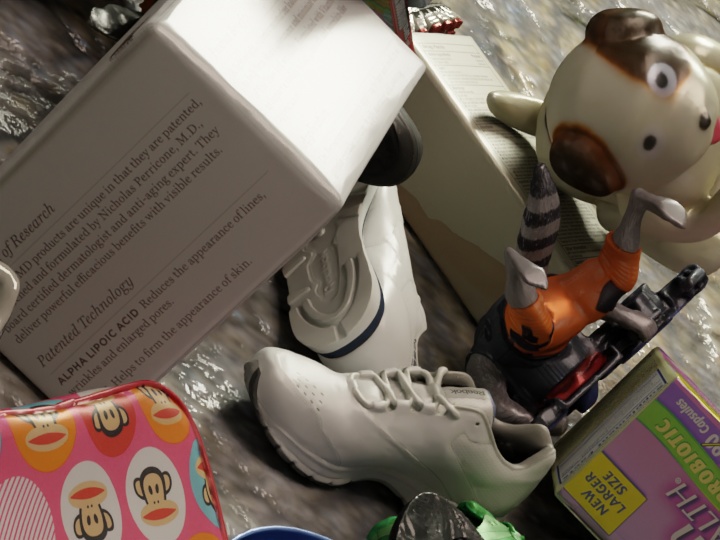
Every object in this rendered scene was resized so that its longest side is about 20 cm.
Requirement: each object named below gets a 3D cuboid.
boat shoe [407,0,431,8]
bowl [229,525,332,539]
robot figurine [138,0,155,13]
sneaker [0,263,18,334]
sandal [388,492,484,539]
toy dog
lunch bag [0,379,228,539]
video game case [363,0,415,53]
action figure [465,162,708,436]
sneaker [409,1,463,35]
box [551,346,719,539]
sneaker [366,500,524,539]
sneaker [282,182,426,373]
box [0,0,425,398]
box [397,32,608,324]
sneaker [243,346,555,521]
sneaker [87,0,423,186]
[{"bbox_3d":[-0.005,-0.193,1.649,0.200,0.067,0.074,22,-19,49],"label":"boat shoe"},{"bbox_3d":[-0.011,0.217,1.417,0.200,0.039,0.201,35,29,-23],"label":"bowl"},{"bbox_3d":[-0.085,-0.088,1.707,0.145,0.058,0.200,33,29,-24],"label":"robot figurine"},{"bbox_3d":[-0.225,0.044,1.281,0.076,0.080,0.200,50,28,1],"label":"sneaker"},{"bbox_3d":[0.059,0.188,1.446,0.075,0.048,0.201,25,37,-28],"label":"sandal"},{"bbox_3d":[0.171,-0.096,1.777,0.193,0.140,0.200,28,-1,10],"label":"toy dog"},{"bbox_3d":[-0.131,0.145,1.267,0.200,0.082,0.177,-5,77,-58],"label":"lunch bag"},{"bbox_3d":[-0.034,-0.175,1.596,0.143,0.017,0.200,33,-12,14],"label":"video game case"},{"bbox_3d":[0.126,0.016,1.737,0.105,0.194,0.200,43,55,13],"label":"action figure"},{"bbox_3d":[-0.003,-0.165,1.912,0.082,0.078,0.200,54,27,18],"label":"sneaker"},{"bbox_3d":[0.204,0.146,1.691,0.176,0.097,0.200,46,5,0],"label":"box"},{"bbox_3d":[0.081,0.164,1.585,0.199,0.074,0.084,13,45,-47],"label":"sneaker"},{"bbox_3d":[0.000,0.000,1.713,0.080,0.076,0.201,44,28,-31],"label":"sneaker"},{"bbox_3d":[-0.094,-0.055,1.493,0.131,0.200,0.199,45,27,-7],"label":"box"},{"bbox_3d":[0.079,-0.054,1.876,0.095,0.078,0.200,-3,54,-57],"label":"box"},{"bbox_3d":[0.022,0.081,1.599,0.199,0.087,0.075,25,35,-34],"label":"sneaker"},{"bbox_3d":[-0.056,-0.104,1.641,0.200,0.060,0.104,40,23,-4],"label":"sneaker"}]
